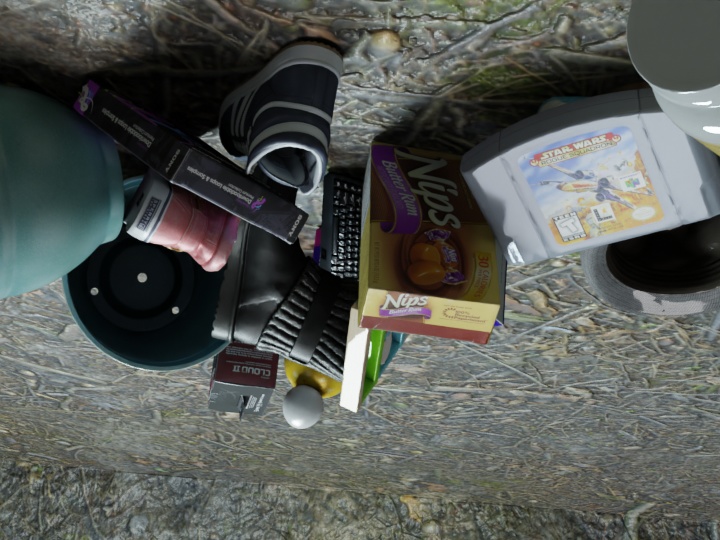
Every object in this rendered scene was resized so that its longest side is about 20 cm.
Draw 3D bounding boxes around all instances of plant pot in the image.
[{"bbox_3d":[-0.298,-0.078,1.053,0.134,0.201,0.200,-10,170,-30],"label":"plant pot"},{"bbox_3d":[-0.229,0.005,1.243,0.199,0.201,0.188,13,174,-18],"label":"plant pot"}]

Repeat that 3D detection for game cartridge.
[{"bbox_3d":[0.191,-0.079,0.951,0.199,0.042,0.133,-15,133,24],"label":"game cartridge"}]

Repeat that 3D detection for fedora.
[{"bbox_3d":[0.296,-0.046,1.076,0.176,0.091,0.200,-2,147,13],"label":"fedora"}]

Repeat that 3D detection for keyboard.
[{"bbox_3d":[0.000,0.000,1.184,0.104,0.040,0.201,15,127,18],"label":"keyboard"}]

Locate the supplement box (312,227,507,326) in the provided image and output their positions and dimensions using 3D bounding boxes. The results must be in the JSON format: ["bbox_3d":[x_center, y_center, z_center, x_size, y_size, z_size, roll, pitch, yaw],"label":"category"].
[{"bbox_3d":[0.052,0.006,1.276,0.199,0.102,0.103,-6,156,29],"label":"supplement box"}]

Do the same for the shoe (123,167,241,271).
[{"bbox_3d":[-0.165,-0.051,1.065,0.091,0.072,0.200,28,-174,-16],"label":"shoe"}]

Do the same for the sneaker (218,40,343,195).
[{"bbox_3d":[-0.080,-0.108,0.988,0.070,0.109,0.200,15,158,-23],"label":"sneaker"}]

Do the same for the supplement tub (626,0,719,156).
[{"bbox_3d":[0.284,-0.135,0.761,0.200,0.146,0.145,23,154,-39],"label":"supplement tub"}]

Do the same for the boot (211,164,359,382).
[{"bbox_3d":[-0.049,-0.004,1.128,0.157,0.212,0.079,15,-163,4],"label":"boot"}]

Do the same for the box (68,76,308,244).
[{"bbox_3d":[-0.150,-0.098,0.996,0.143,0.036,0.200,27,-173,-45],"label":"box"}]

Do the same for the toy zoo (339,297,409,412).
[{"bbox_3d":[0.038,0.027,1.107,0.020,0.200,0.132,22,134,16],"label":"toy zoo"}]

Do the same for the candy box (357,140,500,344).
[{"bbox_3d":[0.060,-0.029,1.034,0.116,0.200,0.057,8,135,-5],"label":"candy box"}]

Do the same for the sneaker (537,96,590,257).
[{"bbox_3d":[0.186,-0.084,1.020,0.076,0.081,0.200,5,154,4],"label":"sneaker"}]

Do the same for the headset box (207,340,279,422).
[{"bbox_3d":[-0.137,0.081,1.387,0.075,0.201,0.149,9,159,-8],"label":"headset box"}]

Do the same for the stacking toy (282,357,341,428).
[{"bbox_3d":[-0.048,0.103,1.389,0.146,0.200,0.146,14,141,11],"label":"stacking toy"}]
